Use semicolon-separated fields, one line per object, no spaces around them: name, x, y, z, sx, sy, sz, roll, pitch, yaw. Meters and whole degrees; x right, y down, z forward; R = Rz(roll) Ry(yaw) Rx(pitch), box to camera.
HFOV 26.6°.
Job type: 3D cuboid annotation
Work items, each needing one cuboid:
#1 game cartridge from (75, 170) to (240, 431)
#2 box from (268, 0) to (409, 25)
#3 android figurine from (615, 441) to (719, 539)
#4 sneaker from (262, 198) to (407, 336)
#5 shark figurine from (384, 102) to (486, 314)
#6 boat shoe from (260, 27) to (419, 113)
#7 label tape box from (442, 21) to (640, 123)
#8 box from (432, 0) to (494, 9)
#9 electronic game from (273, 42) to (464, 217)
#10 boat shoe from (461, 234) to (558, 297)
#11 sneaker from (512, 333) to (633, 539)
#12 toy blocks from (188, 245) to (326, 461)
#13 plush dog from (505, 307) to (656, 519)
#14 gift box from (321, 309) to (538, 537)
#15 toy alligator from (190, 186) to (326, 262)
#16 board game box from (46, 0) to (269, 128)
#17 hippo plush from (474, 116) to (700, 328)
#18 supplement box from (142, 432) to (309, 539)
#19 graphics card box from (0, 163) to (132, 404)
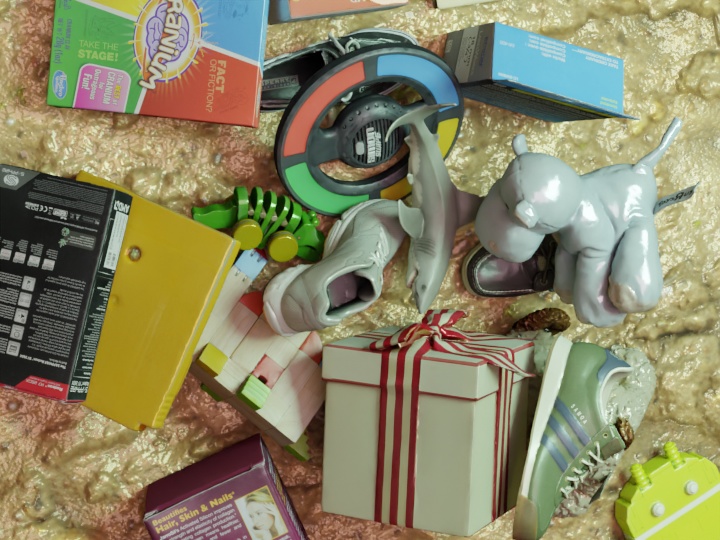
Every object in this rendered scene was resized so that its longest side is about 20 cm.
game cartridge;-0.227;0.030;1.432;0.175;0.032;0.202;24;91;15
box;-0.034;-0.346;1.462;0.123;0.097;0.203;-10;98;-15
android figurine;0.355;0.284;1.666;0.181;0.041;0.202;-28;104;-12
sneaker;0.000;0.000;1.461;0.200;0.091;0.076;-45;122;-35
shark figurine;0.082;-0.081;1.479;0.088;0.129;0.217;2;119;12
boat shoe;-0.028;-0.197;1.492;0.197;0.068;0.075;-8;97;-15
label tape box;0.176;-0.192;1.484;0.142;0.200;0.064;13;90;-17
box;0.159;-0.362;1.557;0.197;0.021;0.166;-10;98;-16
electronic game;0.010;-0.134;1.478;0.198;0.042;0.202;-16;136;-16
boat shoe;0.204;-0.016;1.579;0.198;0.066;0.073;-12;99;-15
sneaker;0.206;0.165;1.448;0.089;0.067;0.203;12;76;12
toy blocks;-0.090;0.071;1.494;0.199;0.100;0.137;39;71;-7
plush dog;0.199;0.136;1.564;0.171;0.161;0.201;30;85;9
gift box;0.081;0.138;1.472;0.197;0.184;0.190;4;97;20
toy alligator;-0.069;-0.044;1.492;0.198;0.060;0.055;18;117;-25
board game box;-0.187;-0.220;1.427;0.197;0.040;0.155;5;94;2
hippo plush;0.200;-0.040;1.437;0.159;0.200;0.161;10;55;-29
supplement box;-0.113;0.284;1.485;0.130;0.103;0.202;-23;102;-1
graphics card box;-0.295;0.012;1.409;0.124;0.051;0.203;11;88;15
